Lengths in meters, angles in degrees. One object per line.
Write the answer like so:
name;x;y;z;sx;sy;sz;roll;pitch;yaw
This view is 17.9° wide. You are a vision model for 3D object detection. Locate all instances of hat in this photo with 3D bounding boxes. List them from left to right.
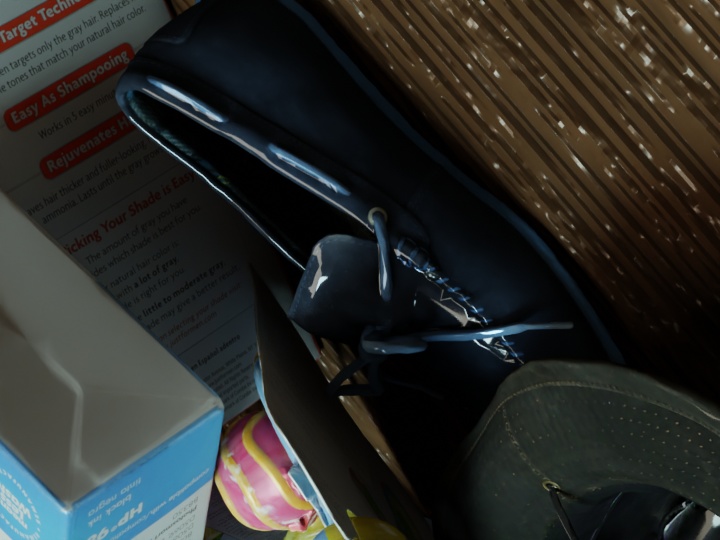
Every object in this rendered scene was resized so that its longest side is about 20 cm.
hat;0.110;0.097;0.641;0.200;0.081;0.202;38;141;39

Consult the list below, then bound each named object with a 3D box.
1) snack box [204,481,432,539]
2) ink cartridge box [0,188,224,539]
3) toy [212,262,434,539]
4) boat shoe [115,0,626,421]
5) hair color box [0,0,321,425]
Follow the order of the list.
snack box;0.006;0.174;0.869;0.199;0.067;0.170;11;121;49
ink cartridge box;-0.115;0.083;0.771;0.116;0.067;0.201;41;145;22
toy;-0.014;0.075;0.732;0.116;0.047;0.200;57;180;-14
boat shoe;0.000;0.000;0.719;0.200;0.068;0.084;43;148;18
hair color box;-0.102;-0.033;0.807;0.061;0.101;0.201;2;120;54
